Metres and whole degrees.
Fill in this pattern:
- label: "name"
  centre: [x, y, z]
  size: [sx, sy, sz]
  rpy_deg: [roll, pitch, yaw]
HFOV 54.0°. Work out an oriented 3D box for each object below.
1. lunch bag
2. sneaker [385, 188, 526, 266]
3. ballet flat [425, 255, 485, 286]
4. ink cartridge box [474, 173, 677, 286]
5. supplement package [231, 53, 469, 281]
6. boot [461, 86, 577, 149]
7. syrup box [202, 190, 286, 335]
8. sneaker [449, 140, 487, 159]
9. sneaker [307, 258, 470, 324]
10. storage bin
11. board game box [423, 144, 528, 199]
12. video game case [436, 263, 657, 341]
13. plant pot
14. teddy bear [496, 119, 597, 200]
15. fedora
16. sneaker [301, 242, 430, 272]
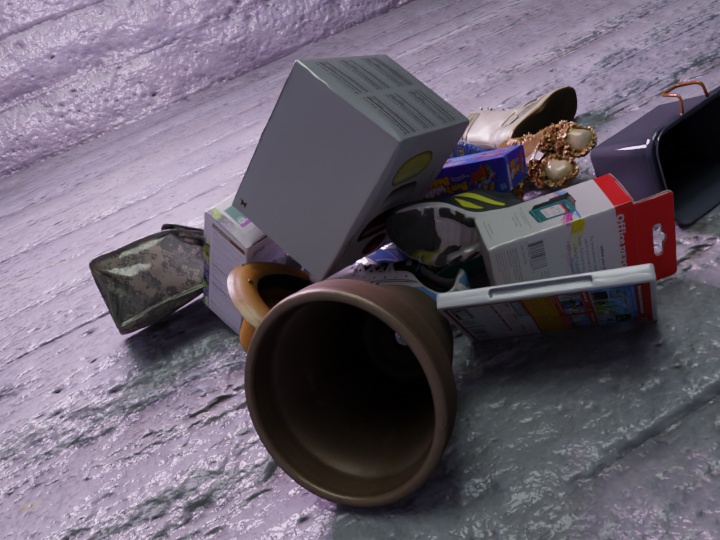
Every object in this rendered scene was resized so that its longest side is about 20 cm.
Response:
- label: "lunch bag"
  centre: [-0.286, 0.002, 1.048]
  size: [0.198, 0.119, 0.164]
  rpy_deg: [-26, 0, -19]
- label: "sneaker"
  centre: [0.120, -0.055, 0.834]
  size: [0.197, 0.075, 0.085]
  rpy_deg: [1, 28, -16]
- label: "ballet flat"
  centre: [0.164, -0.038, 0.904]
  size: [0.197, 0.072, 0.071]
  rpy_deg: [-21, 27, -9]
- label: "ink cartridge box"
  centre: [0.237, -0.026, 0.778]
  size: [0.197, 0.117, 0.068]
  rpy_deg: [-18, 34, 5]
- label: "supplement package"
  centre: [-0.008, -0.127, 0.824]
  size: [0.147, 0.192, 0.199]
  rpy_deg: [39, 32, 13]
- label: "boot"
  centre: [0.276, -0.268, 1.253]
  size: [0.199, 0.073, 0.154]
  rpy_deg: [-36, 29, -27]
- label: "syrup box"
  centre: [-0.153, -0.011, 0.933]
  size: [0.081, 0.201, 0.079]
  rpy_deg: [39, 55, 17]
- label: "sneaker"
  centre: [0.122, -0.164, 1.086]
  size: [0.198, 0.077, 0.088]
  rpy_deg: [2, 15, 36]
- label: "sneaker"
  centre: [0.034, 0.013, 0.845]
  size: [0.197, 0.074, 0.072]
  rpy_deg: [10, 19, 10]
- label: "storage bin"
  centre: [0.400, -0.162, 0.914]
  size: [0.199, 0.147, 0.134]
  rpy_deg: [-32, 19, -22]
- label: "board game box"
  centre: [0.118, -0.124, 0.965]
  size: [0.197, 0.045, 0.134]
  rpy_deg: [-8, 12, 26]
- label: "video game case"
  centre: [0.189, 0.037, 0.703]
  size: [0.197, 0.143, 0.018]
  rpy_deg: [-9, 69, 21]
- label: "plant pot"
  centre: [0.015, 0.094, 0.680]
  size: [0.197, 0.204, 0.174]
  rpy_deg: [-6, 11, 26]
- label: "teddy bear"
  centre: [0.267, -0.157, 1.028]
  size: [0.199, 0.066, 0.147]
  rpy_deg: [-18, 47, 61]
- label: "fedora"
  centre: [-0.079, 0.069, 0.830]
  size: [0.082, 0.199, 0.201]
  rpy_deg: [-57, 19, 20]
- label: "sneaker"
  centre: [0.000, 0.000, 0.946]
  size: [0.197, 0.077, 0.077]
  rpy_deg: [-6, 26, 29]
